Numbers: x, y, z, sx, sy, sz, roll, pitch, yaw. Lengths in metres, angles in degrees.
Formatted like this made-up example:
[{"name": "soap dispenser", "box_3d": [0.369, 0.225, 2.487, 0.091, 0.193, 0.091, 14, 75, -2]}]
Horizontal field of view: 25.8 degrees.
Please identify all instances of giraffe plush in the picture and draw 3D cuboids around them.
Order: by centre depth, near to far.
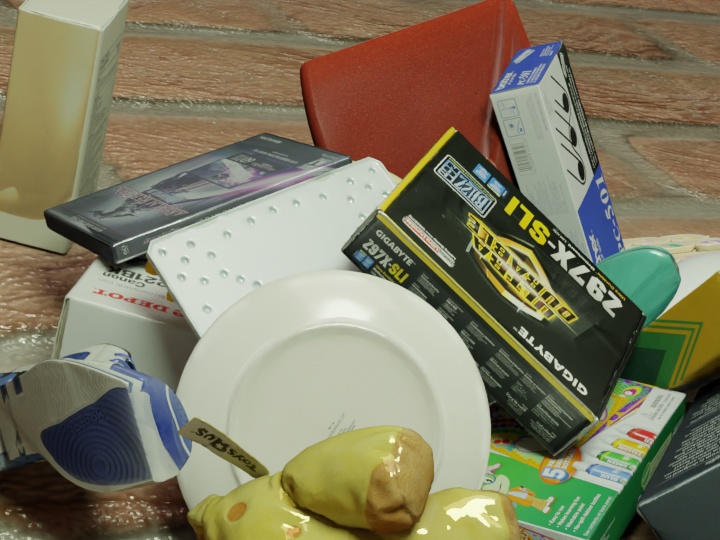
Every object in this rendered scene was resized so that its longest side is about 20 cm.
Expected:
[{"name": "giraffe plush", "box_3d": [-0.025, 0.186, 0.841, 0.199, 0.173, 0.163, 22, 45, -9]}]

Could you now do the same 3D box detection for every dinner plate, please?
[{"name": "dinner plate", "box_3d": [-0.016, 0.099, 0.964, 0.199, 0.201, 0.024, 11, -5, -8]}]

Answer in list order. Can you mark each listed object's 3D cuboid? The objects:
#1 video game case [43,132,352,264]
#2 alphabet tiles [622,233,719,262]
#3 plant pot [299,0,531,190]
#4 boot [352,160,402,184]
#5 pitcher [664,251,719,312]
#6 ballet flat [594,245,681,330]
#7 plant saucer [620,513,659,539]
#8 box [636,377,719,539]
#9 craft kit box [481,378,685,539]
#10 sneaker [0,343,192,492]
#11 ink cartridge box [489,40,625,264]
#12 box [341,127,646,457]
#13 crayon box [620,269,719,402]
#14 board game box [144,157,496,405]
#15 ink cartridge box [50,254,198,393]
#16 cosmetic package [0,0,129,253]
[{"name": "video game case", "box_3d": [-0.124, -0.059, 1.192, 0.199, 0.019, 0.143, -21, 22, -26]}, {"name": "alphabet tiles", "box_3d": [0.237, -0.017, 1.451, 0.199, 0.015, 0.196, -6, 8, -14]}, {"name": "plant pot", "box_3d": [0.068, -0.079, 1.341, 0.199, 0.200, 0.177, -16, 38, 17]}, {"name": "boot", "box_3d": [0.000, 0.000, 1.174, 0.200, 0.073, 0.155, 35, 41, 17]}, {"name": "pitcher", "box_3d": [0.255, 0.049, 1.324, 0.199, 0.122, 0.171, -18, 26, -32]}, {"name": "ballet flat", "box_3d": [0.166, 0.050, 1.206, 0.067, 0.200, 0.071, 38, 48, -17]}, {"name": "plant saucer", "box_3d": [0.160, 0.153, 1.138, 0.199, 0.030, 0.200, 13, 25, -6]}, {"name": "box", "box_3d": [0.286, 0.151, 1.040, 0.149, 0.107, 0.200, 55, 30, -2]}, {"name": "craft kit box", "box_3d": [0.098, 0.123, 1.077, 0.197, 0.049, 0.200, 9, 28, 26]}, {"name": "sneaker", "box_3d": [-0.165, 0.080, 0.974, 0.199, 0.081, 0.115, -4, 10, 41]}, {"name": "ink cartridge box", "box_3d": [0.163, -0.075, 1.281, 0.044, 0.201, 0.094, -9, 25, 25]}, {"name": "box", "box_3d": [0.097, 0.010, 1.080, 0.200, 0.049, 0.160, 44, 31, -1]}, {"name": "crayon box", "box_3d": [0.273, 0.037, 1.123, 0.125, 0.200, 0.052, -14, 71, -30]}, {"name": "board game box", "box_3d": [-0.016, 0.035, 1.059, 0.199, 0.026, 0.200, -23, 71, -33]}, {"name": "ink cartridge box", "box_3d": [-0.128, 0.036, 1.159, 0.144, 0.084, 0.200, 16, 24, 2]}, {"name": "cosmetic package", "box_3d": [-0.250, -0.128, 1.300, 0.071, 0.201, 0.105, 14, 24, -1]}]
